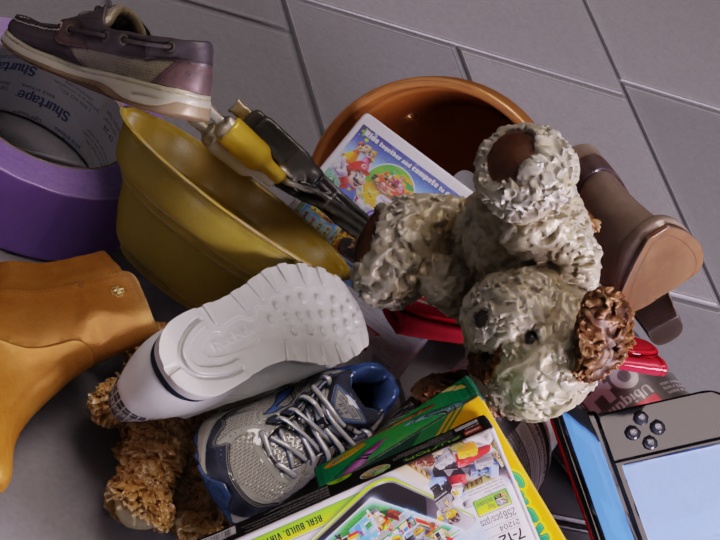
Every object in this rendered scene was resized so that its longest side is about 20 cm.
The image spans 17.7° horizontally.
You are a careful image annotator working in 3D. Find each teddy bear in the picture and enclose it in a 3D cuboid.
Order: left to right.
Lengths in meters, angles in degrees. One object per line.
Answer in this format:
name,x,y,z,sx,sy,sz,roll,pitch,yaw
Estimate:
teddy bear,-0.120,0.107,1.544,0.145,0.067,0.200,31,34,-8

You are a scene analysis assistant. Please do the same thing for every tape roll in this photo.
tape roll,-0.242,-0.099,1.708,0.200,0.066,0.200,21,36,-16

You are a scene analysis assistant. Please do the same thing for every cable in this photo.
cable,-0.042,-0.053,1.684,0.200,0.050,0.097,45,-6,-2

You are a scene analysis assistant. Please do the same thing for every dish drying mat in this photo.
dish drying mat,0.117,0.044,1.665,0.199,0.018,0.077,9,11,-12

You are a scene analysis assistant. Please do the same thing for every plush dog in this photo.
plush dog,0.109,0.020,1.549,0.160,0.200,0.172,16,57,-41

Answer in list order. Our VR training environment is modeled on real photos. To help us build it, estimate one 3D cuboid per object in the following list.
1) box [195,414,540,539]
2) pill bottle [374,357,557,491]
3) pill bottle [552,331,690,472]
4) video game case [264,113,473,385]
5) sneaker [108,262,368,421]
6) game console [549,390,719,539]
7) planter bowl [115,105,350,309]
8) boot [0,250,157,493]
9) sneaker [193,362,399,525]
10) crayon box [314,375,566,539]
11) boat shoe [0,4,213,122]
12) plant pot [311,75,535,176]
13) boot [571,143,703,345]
box,0.009,0.180,1.425,0.035,0.200,0.110,-120,-174,-79
pill bottle,0.066,0.137,1.614,0.116,0.116,0.200,37,33,6
pill bottle,0.198,0.118,1.754,0.111,0.111,0.200,-11,53,-47
video game case,0.000,0.000,1.712,0.143,0.018,0.200,37,74,6
sneaker,-0.078,0.051,1.522,0.200,0.080,0.077,-12,70,-46
game console,0.220,0.168,1.598,0.172,0.119,0.200,-11,66,-14
planter bowl,-0.109,-0.023,1.624,0.200,0.084,0.200,36,9,-7
boot,-0.200,0.057,1.498,0.144,0.071,0.201,-12,41,-13
sneaker,-0.038,0.102,1.528,0.077,0.085,0.200,58,30,-2
crayon box,0.071,0.184,1.480,0.200,0.119,0.058,59,0,-11
boat shoe,-0.177,-0.158,1.659,0.200,0.065,0.072,23,5,40
plant pot,0.068,-0.058,1.820,0.200,0.200,0.140,36,16,6
boot,0.193,-0.035,1.734,0.070,0.200,0.146,-23,62,-6
